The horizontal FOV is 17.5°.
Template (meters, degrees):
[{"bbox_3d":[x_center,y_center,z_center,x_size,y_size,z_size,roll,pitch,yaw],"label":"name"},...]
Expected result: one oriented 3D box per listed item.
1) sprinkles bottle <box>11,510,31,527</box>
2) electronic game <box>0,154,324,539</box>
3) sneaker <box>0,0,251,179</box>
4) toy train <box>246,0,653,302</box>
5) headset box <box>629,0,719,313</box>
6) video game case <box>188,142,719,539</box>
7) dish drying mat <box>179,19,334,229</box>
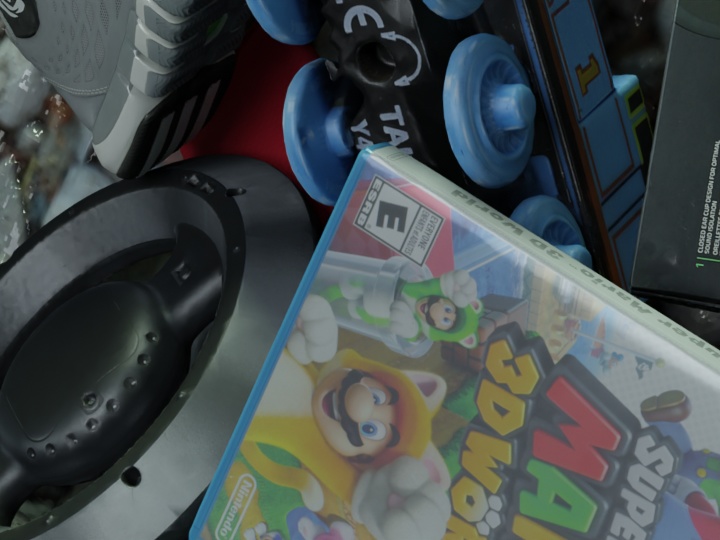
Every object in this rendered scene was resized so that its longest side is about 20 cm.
[{"bbox_3d":[-0.134,0.126,0.862,0.200,0.068,0.068,35,105,50],"label":"sprinkles bottle"},{"bbox_3d":[-0.093,0.041,0.826,0.200,0.042,0.200,-28,38,24],"label":"electronic game"},{"bbox_3d":[-0.083,-0.129,0.796,0.115,0.075,0.200,42,134,11],"label":"sneaker"},{"bbox_3d":[0.032,-0.059,0.729,0.086,0.114,0.201,-6,112,33],"label":"toy train"},{"bbox_3d":[0.183,-0.061,0.669,0.199,0.093,0.175,8,89,37],"label":"headset box"},{"bbox_3d":[0.055,0.074,0.668,0.200,0.018,0.143,33,113,19],"label":"video game case"},{"bbox_3d":[0.000,0.000,0.841,0.077,0.018,0.200,-48,61,26],"label":"dish drying mat"}]
